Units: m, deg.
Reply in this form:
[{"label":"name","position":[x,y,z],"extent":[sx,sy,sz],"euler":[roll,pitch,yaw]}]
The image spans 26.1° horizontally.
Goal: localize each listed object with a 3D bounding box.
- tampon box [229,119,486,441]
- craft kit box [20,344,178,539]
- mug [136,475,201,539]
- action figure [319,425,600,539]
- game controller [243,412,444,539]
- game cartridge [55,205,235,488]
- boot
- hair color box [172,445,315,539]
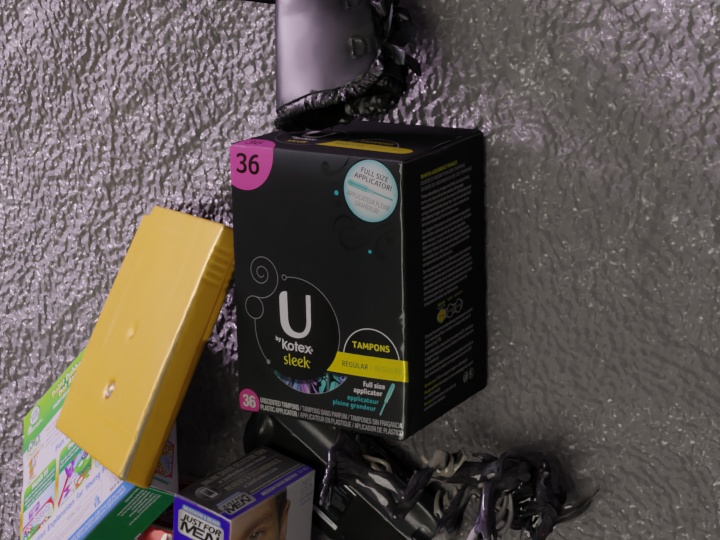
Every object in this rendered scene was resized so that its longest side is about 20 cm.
[{"label":"tampon box","position":[0.000,0.000,1.140],"extent":[0.148,0.126,0.203],"euler":[7,107,31]},{"label":"craft kit box","position":[-0.223,0.154,1.304],"extent":[0.200,0.048,0.199],"euler":[-44,40,33]},{"label":"mug","position":[-0.188,0.284,1.331],"extent":[0.175,0.134,0.202],"euler":[13,108,6]},{"label":"action figure","position":[0.070,0.175,1.132],"extent":[0.198,0.119,0.103],"euler":[12,71,3]},{"label":"game controller","position":[-0.013,0.171,1.257],"extent":[0.200,0.042,0.105],"euler":[41,135,17]},{"label":"game cartridge","position":[-0.164,0.052,1.207],"extent":[0.176,0.032,0.202],"euler":[17,82,62]},{"label":"boot","position":[-0.051,-0.181,1.130],"extent":[0.196,0.073,0.165],"euler":[-13,77,28]},{"label":"hair color box","position":[-0.096,0.256,1.250],"extent":[0.064,0.109,0.202],"euler":[17,116,32]}]
